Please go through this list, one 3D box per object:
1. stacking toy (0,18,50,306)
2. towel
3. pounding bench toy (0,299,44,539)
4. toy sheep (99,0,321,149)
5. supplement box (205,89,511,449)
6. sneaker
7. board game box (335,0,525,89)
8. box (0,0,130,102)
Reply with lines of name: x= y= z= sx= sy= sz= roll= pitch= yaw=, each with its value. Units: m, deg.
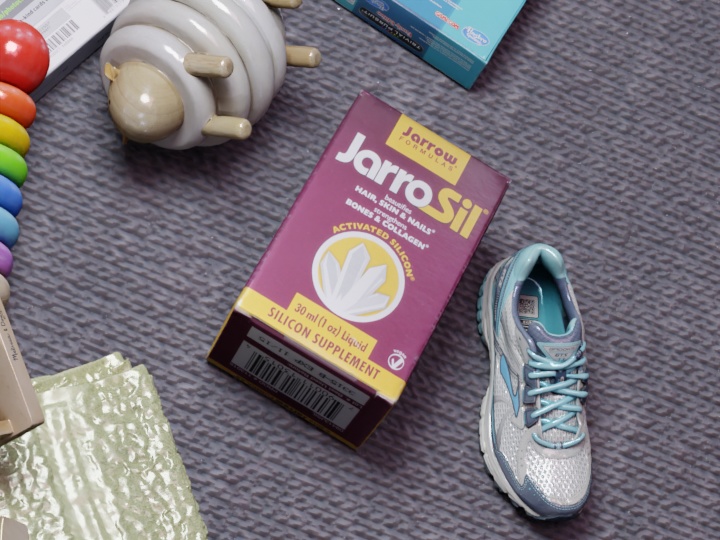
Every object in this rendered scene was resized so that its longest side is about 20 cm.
stacking toy: x=-0.257 y=-0.077 z=1.556 sx=0.085 sy=0.085 sz=0.202 roll=15 pitch=73 yaw=-10
towel: x=-0.179 y=0.160 z=1.522 sx=0.147 sy=0.037 sz=0.201 roll=-17 pitch=73 yaw=-23
pounding bench toy: x=-0.293 y=0.103 z=1.417 sx=0.156 sy=0.124 sz=0.201 roll=-11 pitch=77 yaw=-57
toy sheep: x=-0.109 y=-0.155 z=1.628 sx=0.138 sy=0.138 sz=0.200 roll=42 pitch=49 yaw=4
supplement box: x=0.000 y=0.000 z=1.607 sx=0.130 sy=0.103 sz=0.201 roll=30 pitch=62 yaw=-2
sneaker: x=0.125 y=0.075 z=1.622 sx=0.077 sy=0.086 sz=0.202 roll=-3 pitch=68 yaw=-17
board game box: x=0.073 y=-0.259 z=1.773 sx=0.150 sy=0.047 sz=0.201 roll=34 pitch=62 yaw=-1
box: x=-0.260 y=-0.233 z=1.664 sx=0.200 sy=0.041 sz=0.156 roll=43 pitch=63 yaw=3
